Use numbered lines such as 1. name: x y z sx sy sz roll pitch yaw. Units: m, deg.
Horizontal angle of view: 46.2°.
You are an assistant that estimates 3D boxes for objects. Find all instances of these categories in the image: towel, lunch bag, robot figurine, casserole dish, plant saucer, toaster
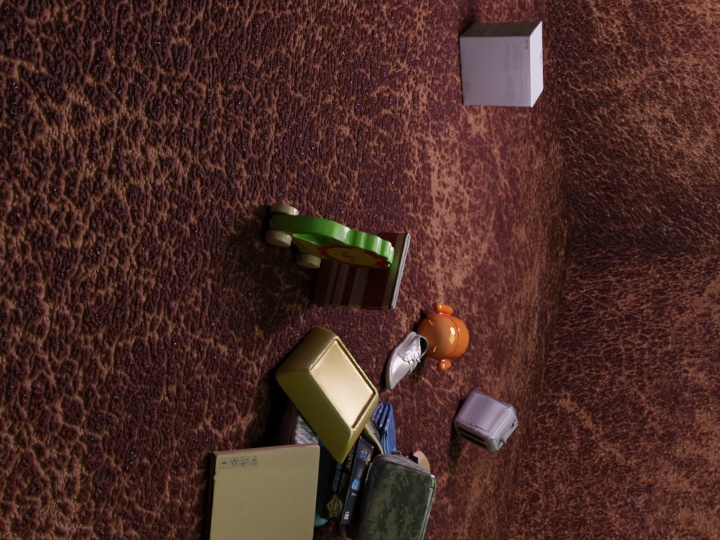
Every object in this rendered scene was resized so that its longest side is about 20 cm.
1. towel: 0.000 0.000 1.559 0.023 0.197 0.147 27 70 -46
2. lunch bag: 0.063 0.474 1.715 0.168 0.137 0.204 154 -49 -80
3. robot figurine: 0.212 0.171 2.186 0.145 0.116 0.199 -58 158 8
4. casserole dish: -0.065 0.410 1.658 0.121 0.038 0.205 18 82 -79
5. plant saucer: -0.045 0.213 1.540 0.201 0.048 0.200 54 30 -7
6. toaster: 0.369 0.453 2.550 0.130 0.198 0.115 -49 141 -25
7. towel: 0.056 0.413 1.948 0.112 0.047 0.204 -58 146 -63

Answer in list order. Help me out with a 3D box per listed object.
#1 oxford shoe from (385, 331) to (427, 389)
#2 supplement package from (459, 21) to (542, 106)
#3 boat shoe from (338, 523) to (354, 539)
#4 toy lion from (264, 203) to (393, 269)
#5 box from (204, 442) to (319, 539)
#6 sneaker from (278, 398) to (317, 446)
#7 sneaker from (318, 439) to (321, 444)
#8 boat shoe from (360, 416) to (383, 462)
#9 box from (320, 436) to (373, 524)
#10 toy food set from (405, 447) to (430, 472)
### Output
1. oxford shoe: 0.111 0.214 2.035 0.200 0.057 0.077 -48 140 -52
2. supplement package: 0.389 -0.568 2.320 0.147 0.196 0.195 -51 141 -51
3. boat shoe: 0.007 0.485 1.841 0.072 0.065 0.204 52 48 -54
4. toy lion: -0.042 -0.047 1.453 0.200 0.188 0.070 38 61 -62
5. box: -0.158 0.372 1.376 0.197 0.021 0.168 3 93 -37
6. sneaker: -0.117 0.260 1.519 0.075 0.081 0.202 42 34 -24
7. sneaker: -0.049 0.270 1.629 0.201 0.096 0.072 -54 144 -47
8. boat shoe: 0.009 0.332 1.791 0.065 0.072 0.202 -64 143 -40
9. box: -0.024 0.408 1.647 0.200 0.045 0.162 66 36 -71
10. toy food set: 0.132 0.560 2.170 0.199 0.048 0.203 22 75 -65
